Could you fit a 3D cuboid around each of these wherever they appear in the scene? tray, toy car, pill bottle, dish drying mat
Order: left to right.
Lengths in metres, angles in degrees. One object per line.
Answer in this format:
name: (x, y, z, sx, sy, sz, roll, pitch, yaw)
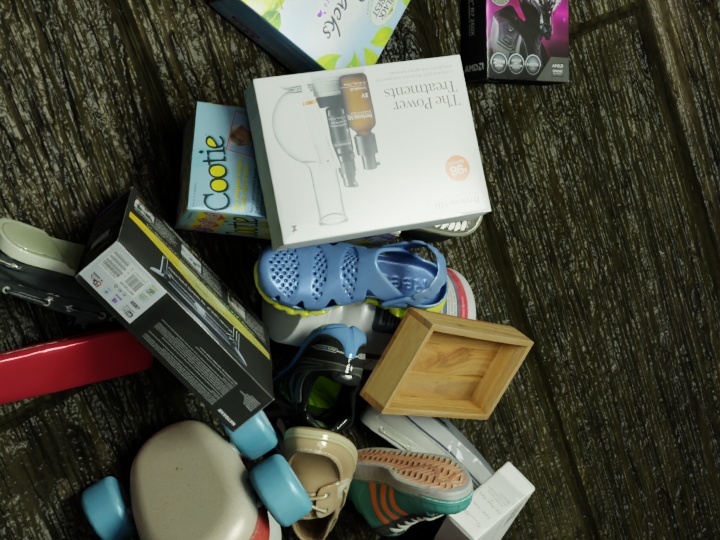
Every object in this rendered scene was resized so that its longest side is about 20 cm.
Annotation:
dish drying mat: (-0.277, 0.086, 1.109, 0.200, 0.077, 0.018, -13, 57, -32)
toy car: (-0.125, 0.254, 1.158, 0.184, 0.177, 0.200, -33, 132, -3)
pill bottle: (0.007, 0.041, 1.256, 0.200, 0.120, 0.120, 11, 86, -33)
tray: (0.089, 0.095, 1.217, 0.200, 0.037, 0.099, 12, 111, -55)

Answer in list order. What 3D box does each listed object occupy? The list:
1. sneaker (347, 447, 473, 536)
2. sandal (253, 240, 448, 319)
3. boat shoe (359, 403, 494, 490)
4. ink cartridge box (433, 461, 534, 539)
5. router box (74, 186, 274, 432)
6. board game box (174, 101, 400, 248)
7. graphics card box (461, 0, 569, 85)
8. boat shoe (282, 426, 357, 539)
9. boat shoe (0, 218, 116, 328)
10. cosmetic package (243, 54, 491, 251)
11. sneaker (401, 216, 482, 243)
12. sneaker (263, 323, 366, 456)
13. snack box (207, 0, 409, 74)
sneaker: (0.050, 0.231, 1.243, 0.071, 0.200, 0.080, -16, 98, -30)
sandal: (0.000, 0.000, 1.145, 0.200, 0.087, 0.080, 1, 72, -20)
boat shoe: (0.076, 0.199, 1.347, 0.070, 0.071, 0.200, -44, 121, 6)
ink cartridge box: (0.089, 0.305, 1.285, 0.176, 0.200, 0.045, -36, 70, -28)
router box: (-0.163, 0.032, 1.110, 0.052, 0.157, 0.200, -39, 109, 9)
board game box: (-0.068, -0.086, 1.170, 0.200, 0.103, 0.105, 7, 80, -14)
graphics card box: (0.175, -0.312, 1.392, 0.125, 0.051, 0.200, -2, 94, -33)
boat shoe: (-0.042, 0.212, 1.196, 0.071, 0.200, 0.065, 8, 60, 7)
boat shoe: (-0.262, 0.019, 1.111, 0.066, 0.075, 0.199, -50, 142, 12)
cosmetic package: (0.007, -0.108, 1.114, 0.200, 0.052, 0.151, -10, 87, -16)
sneaker: (0.024, -0.072, 1.298, 0.200, 0.106, 0.075, 19, 80, -2)
sneaker: (-0.049, 0.131, 1.196, 0.071, 0.200, 0.083, 14, 48, -17)
snack box: (-0.032, -0.303, 1.247, 0.169, 0.068, 0.200, 37, 74, -28)
